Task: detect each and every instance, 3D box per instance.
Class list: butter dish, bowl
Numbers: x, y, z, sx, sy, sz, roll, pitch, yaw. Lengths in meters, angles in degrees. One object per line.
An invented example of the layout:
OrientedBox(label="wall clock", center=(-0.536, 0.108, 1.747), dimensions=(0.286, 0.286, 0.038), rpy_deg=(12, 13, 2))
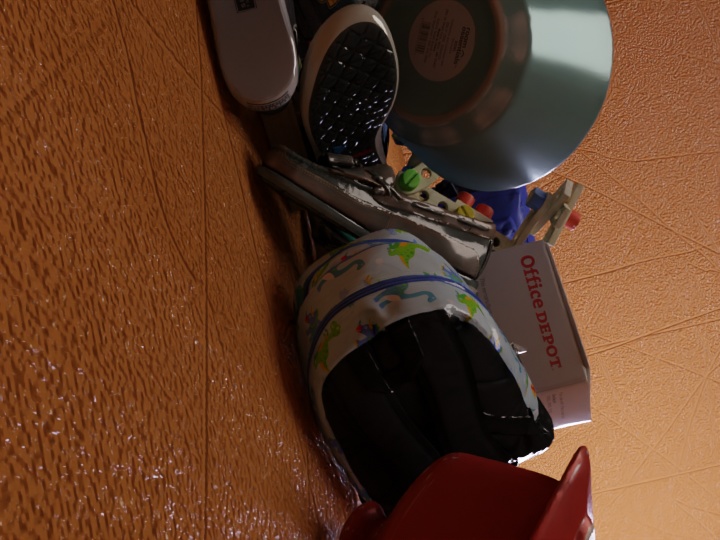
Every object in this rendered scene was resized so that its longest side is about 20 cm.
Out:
OrientedBox(label="butter dish", center=(0.052, 0.194, 0.575), dimensions=(0.201, 0.146, 0.200), rpy_deg=(-58, 154, -18))
OrientedBox(label="bowl", center=(0.080, -0.164, 0.711), dimensions=(0.104, 0.199, 0.204), rpy_deg=(-4, 78, -54))

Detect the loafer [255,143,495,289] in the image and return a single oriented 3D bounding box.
OrientedBox(label="loafer", center=(0.016, -0.048, 0.676), dimensions=(0.199, 0.063, 0.072), rpy_deg=(29, 1, -29))

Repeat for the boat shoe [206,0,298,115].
OrientedBox(label="boat shoe", center=(-0.076, -0.203, 0.631), dimensions=(0.066, 0.069, 0.203), rpy_deg=(82, -5, -86))

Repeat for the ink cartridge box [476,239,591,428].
OrientedBox(label="ink cartridge box", center=(0.086, 0.073, 0.801), dimensions=(0.085, 0.197, 0.146), rpy_deg=(65, 13, -52))

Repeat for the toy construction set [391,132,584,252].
OrientedBox(label="toy construction set", center=(0.104, -0.065, 0.873), dimensions=(0.092, 0.198, 0.132), rpy_deg=(96, 20, -70))

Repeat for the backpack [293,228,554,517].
OrientedBox(label="backpack", center=(0.032, 0.070, 0.642), dimensions=(0.200, 0.161, 0.155), rpy_deg=(51, 16, -58))

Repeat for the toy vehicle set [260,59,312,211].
OrientedBox(label="toy vehicle set", center=(-0.067, -0.161, 0.761), dimensions=(0.125, 0.026, 0.203), rpy_deg=(-86, 160, -69))

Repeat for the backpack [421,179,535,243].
OrientedBox(label="backpack", center=(0.088, -0.013, 1.010), dimensions=(0.168, 0.197, 0.165), rpy_deg=(-48, 129, -71))

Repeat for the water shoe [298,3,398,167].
OrientedBox(label="water shoe", center=(-0.019, -0.124, 0.685), dimensions=(0.201, 0.070, 0.080), rpy_deg=(92, -22, -56))

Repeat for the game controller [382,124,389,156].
OrientedBox(label="game controller", center=(0.014, -0.162, 0.909), dimensions=(0.200, 0.041, 0.106), rpy_deg=(-78, 154, -71))

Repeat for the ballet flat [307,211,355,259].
OrientedBox(label="ballet flat", center=(0.000, 0.000, 0.775), dimensions=(0.200, 0.072, 0.072), rpy_deg=(46, -15, 42))

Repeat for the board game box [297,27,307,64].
OrientedBox(label="board game box", center=(-0.044, -0.210, 0.931), dimensions=(0.165, 0.056, 0.203), rpy_deg=(26, 50, -82))

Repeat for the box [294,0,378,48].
OrientedBox(label="box", center=(-0.024, -0.295, 0.761), dimensions=(0.040, 0.137, 0.202), rpy_deg=(10, -47, 52))
